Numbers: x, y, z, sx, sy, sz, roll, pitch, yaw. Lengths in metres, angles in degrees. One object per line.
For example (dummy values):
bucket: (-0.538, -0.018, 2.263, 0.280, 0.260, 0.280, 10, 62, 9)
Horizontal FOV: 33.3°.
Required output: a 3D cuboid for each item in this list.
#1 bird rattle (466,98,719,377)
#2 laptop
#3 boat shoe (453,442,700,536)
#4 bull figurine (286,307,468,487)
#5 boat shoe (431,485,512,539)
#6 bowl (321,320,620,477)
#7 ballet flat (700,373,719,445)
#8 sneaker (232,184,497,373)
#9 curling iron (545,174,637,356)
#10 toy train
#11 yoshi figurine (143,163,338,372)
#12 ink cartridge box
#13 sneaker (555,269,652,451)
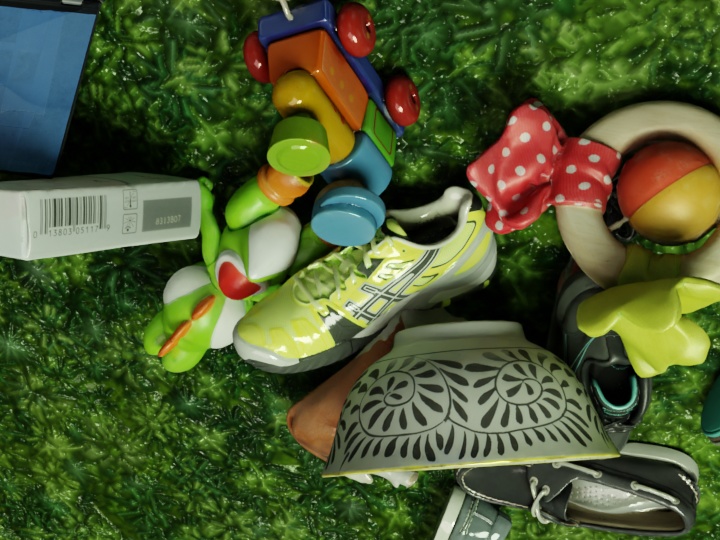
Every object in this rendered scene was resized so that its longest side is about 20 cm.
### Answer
bird rattle: (0.170, -0.038, 0.758, 0.163, 0.200, 0.113, -30, 153, -2)
laptop: (-0.275, -0.184, 0.774, 0.186, 0.116, 0.201, 8, 129, 10)
boat shoe: (0.169, 0.176, 0.966, 0.199, 0.060, 0.074, 5, 130, 12)
bull figurine: (0.031, 0.095, 0.938, 0.121, 0.065, 0.200, 42, 125, -15)
boat shoe: (0.083, 0.276, 1.066, 0.061, 0.073, 0.201, 18, 125, 7)
bowl: (0.070, 0.086, 0.810, 0.199, 0.095, 0.201, -4, 171, -1)
ballet flat: (0.305, 0.059, 0.831, 0.063, 0.068, 0.201, 15, 131, -5)
sneaker: (0.000, 0.000, 0.819, 0.199, 0.075, 0.077, -27, 137, -17)
curling iron: (0.162, 0.016, 0.863, 0.049, 0.026, 0.201, 20, 131, 4)
toy train: (-0.037, -0.110, 0.733, 0.084, 0.116, 0.200, -11, 143, 24)
yoshi figurine: (-0.085, -0.008, 0.892, 0.200, 0.113, 0.112, -44, 148, 23)
ink cartridge box: (-0.237, -0.047, 0.837, 0.199, 0.162, 0.057, 13, 104, 32)
sneaker: (0.170, 0.087, 0.866, 0.075, 0.080, 0.201, -9, 138, 4)
